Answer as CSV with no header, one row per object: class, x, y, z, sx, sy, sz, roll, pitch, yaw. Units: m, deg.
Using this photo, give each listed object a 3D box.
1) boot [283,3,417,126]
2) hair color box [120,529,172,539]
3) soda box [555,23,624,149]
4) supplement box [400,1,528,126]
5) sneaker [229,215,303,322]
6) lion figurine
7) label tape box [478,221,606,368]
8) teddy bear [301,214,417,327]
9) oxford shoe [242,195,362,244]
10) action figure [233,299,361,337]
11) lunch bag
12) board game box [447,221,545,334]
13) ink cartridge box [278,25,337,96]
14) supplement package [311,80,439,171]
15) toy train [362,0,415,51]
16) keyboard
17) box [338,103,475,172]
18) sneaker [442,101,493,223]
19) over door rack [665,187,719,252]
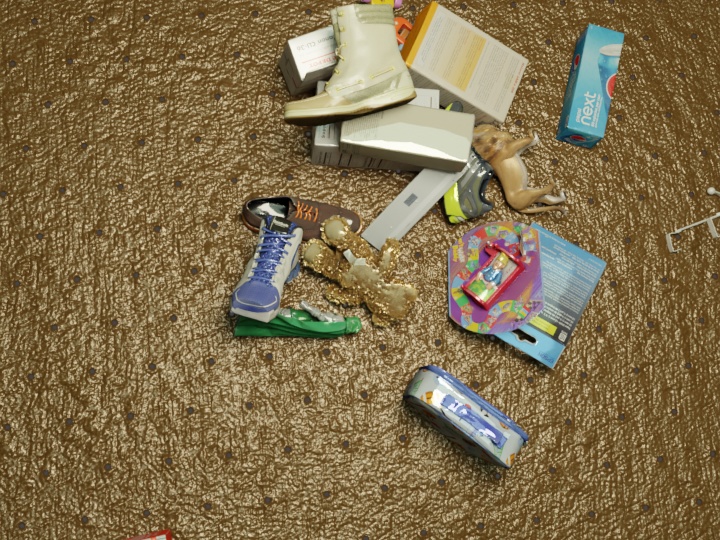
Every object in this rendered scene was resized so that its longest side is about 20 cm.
boot,-0.030,-0.298,1.194,0.200,0.072,0.155,-15,93,-11
hair color box,-0.375,0.463,1.217,0.200,0.064,0.111,-12,82,-7
soda box,0.402,-0.322,1.442,0.068,0.064,0.200,15,79,-3
supplement box,0.168,-0.342,1.394,0.200,0.074,0.126,27,78,-16
sneaker,-0.140,-0.018,1.252,0.080,0.199,0.115,13,121,6
lion figurine,0.259,-0.163,1.393,0.122,0.072,0.200,-24,89,24
label tape box,0.295,0.043,1.365,0.143,0.066,0.200,29,81,1
teddy bear,0.000,0.000,1.333,0.200,0.067,0.145,23,94,-3
oxford shoe,-0.093,-0.084,1.341,0.200,0.073,0.071,3,79,-6
action figure,-0.095,0.080,1.306,0.200,0.118,0.055,7,70,-14
lunch bag,0.163,0.225,1.268,0.200,0.160,0.076,36,78,2
board game box,0.210,0.002,1.324,0.158,0.039,0.200,-9,62,22
ink cartridge box,-0.059,-0.343,1.323,0.116,0.200,0.068,-22,97,-10
supplement package,0.022,-0.236,1.362,0.200,0.110,0.114,4,80,-5
toy train,0.079,-0.471,1.444,0.150,0.056,0.200,32,73,-14
keyboard,0.087,-0.111,1.343,0.056,0.011,0.200,38,106,-21
box,0.069,-0.210,1.268,0.200,0.068,0.082,11,82,-2
sneaker,0.178,-0.181,1.364,0.081,0.074,0.200,-5,100,24
over door rack,0.620,-0.115,1.384,0.200,0.148,0.067,-31,86,-11
